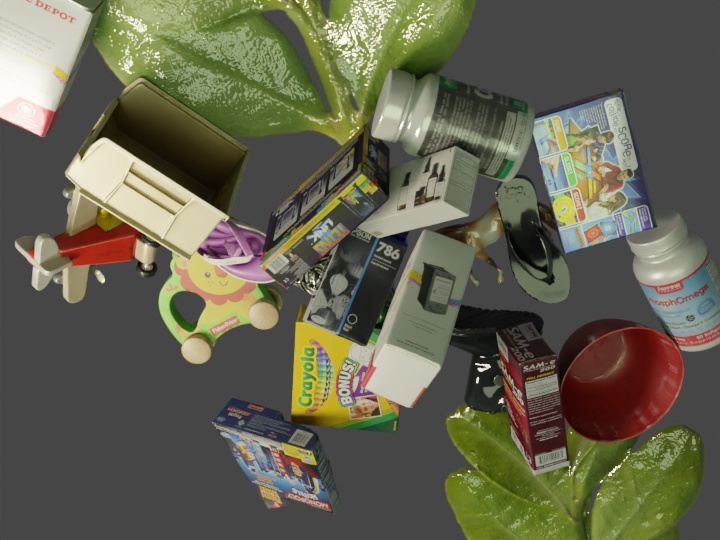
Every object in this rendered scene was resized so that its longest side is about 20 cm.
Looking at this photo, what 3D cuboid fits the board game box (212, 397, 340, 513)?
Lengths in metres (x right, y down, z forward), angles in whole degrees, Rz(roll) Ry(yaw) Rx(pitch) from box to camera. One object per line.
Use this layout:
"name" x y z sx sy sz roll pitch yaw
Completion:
"board game box" -0.122 0.319 1.718 0.200 0.062 0.200 11 135 31

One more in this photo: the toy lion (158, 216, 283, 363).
"toy lion" -0.222 0.019 1.587 0.200 0.069 0.192 -28 108 16

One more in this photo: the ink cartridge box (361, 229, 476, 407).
"ink cartridge box" 0.082 0.068 1.466 0.086 0.200 0.148 21 147 -2

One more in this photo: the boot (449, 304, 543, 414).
"boot" 0.179 0.143 1.631 0.200 0.076 0.168 4 117 -7

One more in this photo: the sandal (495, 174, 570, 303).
"sandal" 0.237 -0.036 1.481 0.076 0.043 0.200 -20 108 18

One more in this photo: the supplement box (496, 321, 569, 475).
"supplement box" 0.257 0.190 1.565 0.061 0.109 0.200 -14 116 -6

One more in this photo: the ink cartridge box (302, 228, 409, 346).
"ink cartridge box" 0.000 0.000 1.516 0.099 0.039 0.200 23 83 -10

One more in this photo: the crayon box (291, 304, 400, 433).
"crayon box" -0.018 0.157 1.658 0.172 0.058 0.200 4 121 0

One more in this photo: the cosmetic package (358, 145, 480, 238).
"cosmetic package" 0.073 -0.104 1.421 0.051 0.083 0.200 26 159 -30

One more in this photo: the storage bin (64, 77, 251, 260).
"storage bin" -0.267 -0.143 1.410 0.198 0.200 0.094 34 118 -17

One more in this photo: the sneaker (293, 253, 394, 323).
"sneaker" -0.041 0.016 1.561 0.200 0.085 0.078 20 119 -9

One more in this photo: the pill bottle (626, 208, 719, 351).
"pill bottle" 0.464 0.013 1.526 0.109 0.109 0.200 -26 116 16

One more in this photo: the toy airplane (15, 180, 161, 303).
"toy airplane" -0.396 -0.052 1.503 0.200 0.141 0.199 -37 146 7

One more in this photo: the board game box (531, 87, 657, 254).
"board game box" 0.321 -0.136 1.456 0.135 0.034 0.200 -16 106 6

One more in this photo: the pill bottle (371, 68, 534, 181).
"pill bottle" 0.123 -0.198 1.413 0.200 0.113 0.113 15 120 -8

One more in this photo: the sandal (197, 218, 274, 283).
"sandal" -0.200 -0.040 1.514 0.202 0.050 0.083 29 106 -3

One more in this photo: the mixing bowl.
"mixing bowl" 0.377 0.149 1.598 0.200 0.108 0.200 -6 117 -11

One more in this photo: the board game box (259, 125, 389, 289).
"board game box" -0.047 -0.089 1.452 0.057 0.165 0.200 42 114 -19

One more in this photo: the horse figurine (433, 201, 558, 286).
"horse figurine" 0.201 -0.050 1.535 0.200 0.050 0.133 -29 120 19

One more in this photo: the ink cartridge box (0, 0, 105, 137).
"ink cartridge box" -0.443 -0.301 1.389 0.147 0.086 0.200 26 117 -12
